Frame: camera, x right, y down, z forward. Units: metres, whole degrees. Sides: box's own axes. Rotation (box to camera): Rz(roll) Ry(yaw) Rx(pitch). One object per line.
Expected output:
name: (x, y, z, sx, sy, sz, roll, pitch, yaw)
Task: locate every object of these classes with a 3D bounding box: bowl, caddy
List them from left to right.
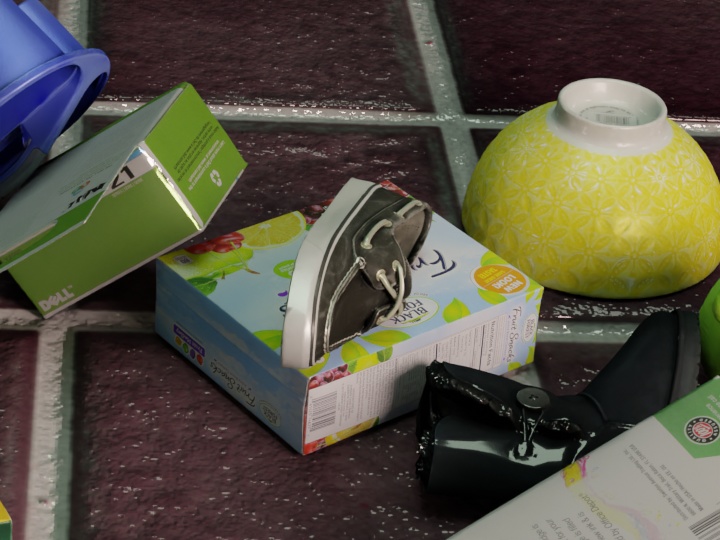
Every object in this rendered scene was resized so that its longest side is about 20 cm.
caddy: (-0.262, -0.100, 1.497, 0.105, 0.200, 0.141, 52, 12, 10)
bowl: (0.178, -0.076, 1.604, 0.200, 0.108, 0.200, 5, 31, -3)

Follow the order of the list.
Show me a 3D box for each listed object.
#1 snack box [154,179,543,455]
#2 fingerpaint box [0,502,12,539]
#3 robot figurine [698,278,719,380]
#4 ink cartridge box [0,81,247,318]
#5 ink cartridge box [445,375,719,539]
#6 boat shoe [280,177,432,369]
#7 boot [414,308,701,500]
snack box: (-0.008, 0.026, 1.444, 0.200, 0.068, 0.169, -20, 40, -33)
fingerpaint box: (-0.305, 0.127, 1.224, 0.167, 0.073, 0.200, -10, 34, -25)
robot figurine: (0.282, 0.057, 1.377, 0.175, 0.116, 0.200, 45, 8, -20)
ink cartridge box: (-0.176, -0.023, 1.421, 0.148, 0.076, 0.200, -27, 20, 28)
ink cartridge box: (0.151, 0.168, 1.152, 0.200, 0.088, 0.145, -29, 39, -9)
boat shoe: (0.000, 0.000, 1.359, 0.064, 0.071, 0.200, 12, 32, 10)
boot: (0.123, 0.078, 1.369, 0.168, 0.077, 0.200, 12, 38, 4)
